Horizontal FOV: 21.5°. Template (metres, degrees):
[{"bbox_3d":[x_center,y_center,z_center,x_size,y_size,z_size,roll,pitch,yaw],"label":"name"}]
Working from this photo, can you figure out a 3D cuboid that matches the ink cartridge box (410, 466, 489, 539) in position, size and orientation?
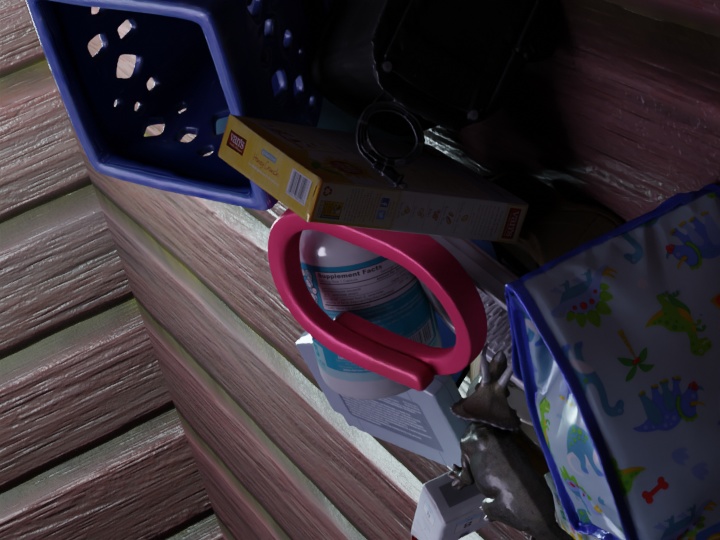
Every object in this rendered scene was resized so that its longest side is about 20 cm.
[{"bbox_3d":[0.127,0.216,1.746,0.047,0.159,0.200,59,164,23],"label":"ink cartridge box"}]

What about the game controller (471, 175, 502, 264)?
[{"bbox_3d":[0.073,-0.032,1.625,0.199,0.042,0.105,-2,127,43],"label":"game controller"}]

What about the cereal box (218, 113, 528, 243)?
[{"bbox_3d":[0.010,-0.069,1.448,0.144,0.199,0.040,36,114,51],"label":"cereal box"}]

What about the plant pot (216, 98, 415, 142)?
[{"bbox_3d":[-0.036,-0.165,1.720,0.200,0.199,0.136,-176,97,-72],"label":"plant pot"}]

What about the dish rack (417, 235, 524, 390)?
[{"bbox_3d":[0.118,0.038,1.504,0.200,0.044,0.172,39,167,35],"label":"dish rack"}]

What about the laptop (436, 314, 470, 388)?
[{"bbox_3d":[0.033,0.023,1.756,0.177,0.104,0.200,34,167,12],"label":"laptop"}]

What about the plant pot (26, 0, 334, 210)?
[{"bbox_3d":[-0.126,-0.192,1.549,0.199,0.180,0.201,14,139,31],"label":"plant pot"}]

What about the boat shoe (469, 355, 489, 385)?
[{"bbox_3d":[0.128,0.115,1.764,0.065,0.072,0.201,49,163,41],"label":"boat shoe"}]

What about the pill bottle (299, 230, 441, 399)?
[{"bbox_3d":[0.000,0.000,1.604,0.111,0.110,0.201,41,149,56],"label":"pill bottle"}]

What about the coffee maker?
[{"bbox_3d":[0.031,-0.162,1.438,0.135,0.192,0.200,50,168,-9],"label":"coffee maker"}]

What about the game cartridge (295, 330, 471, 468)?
[{"bbox_3d":[0.029,0.114,1.787,0.199,0.041,0.134,18,149,46],"label":"game cartridge"}]

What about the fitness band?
[{"bbox_3d":[0.012,0.015,1.487,0.199,0.037,0.144,22,136,32],"label":"fitness band"}]

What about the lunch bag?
[{"bbox_3d":[0.198,0.064,1.266,0.127,0.169,0.201,21,135,67],"label":"lunch bag"}]

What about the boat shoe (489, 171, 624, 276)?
[{"bbox_3d":[0.163,-0.013,1.471,0.200,0.073,0.065,44,171,48],"label":"boat shoe"}]

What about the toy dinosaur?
[{"bbox_3d":[0.116,0.167,1.488,0.102,0.076,0.201,86,163,-73],"label":"toy dinosaur"}]

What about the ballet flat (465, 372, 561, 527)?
[{"bbox_3d":[0.167,0.162,1.627,0.200,0.067,0.064,47,154,11],"label":"ballet flat"}]

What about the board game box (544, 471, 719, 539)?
[{"bbox_3d":[0.239,0.243,1.519,0.105,0.102,0.201,29,141,66],"label":"board game box"}]

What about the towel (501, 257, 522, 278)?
[{"bbox_3d":[0.174,0.082,1.590,0.147,0.024,0.200,43,162,26],"label":"towel"}]
